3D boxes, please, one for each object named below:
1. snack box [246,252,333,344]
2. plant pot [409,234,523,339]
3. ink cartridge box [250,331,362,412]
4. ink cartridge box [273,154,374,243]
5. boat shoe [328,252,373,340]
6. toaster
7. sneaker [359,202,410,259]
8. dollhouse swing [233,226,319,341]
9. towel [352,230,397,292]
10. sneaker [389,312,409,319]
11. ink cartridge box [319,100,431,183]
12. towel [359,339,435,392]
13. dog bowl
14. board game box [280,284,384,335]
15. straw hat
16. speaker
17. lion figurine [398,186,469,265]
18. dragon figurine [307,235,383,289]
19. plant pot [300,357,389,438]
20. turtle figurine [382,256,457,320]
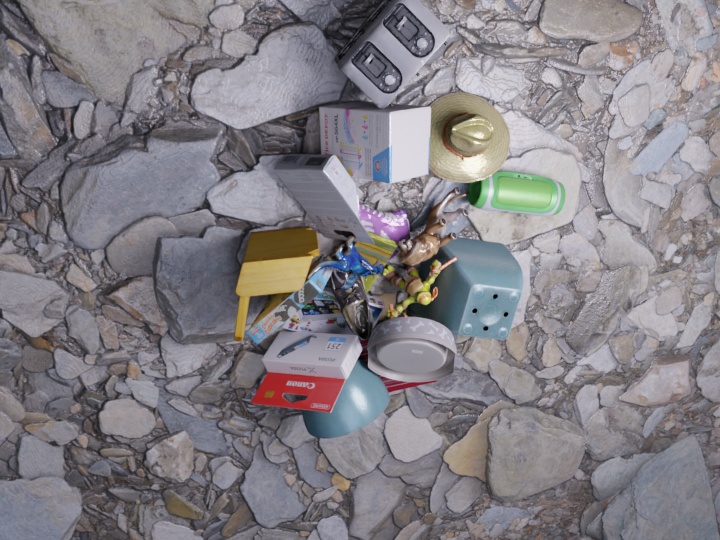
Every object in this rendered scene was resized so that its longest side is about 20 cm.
[{"bbox_3d":[-0.140,0.057,1.239,0.037,0.116,0.200,45,119,-12],"label":"snack box"},{"bbox_3d":[0.247,0.051,1.342,0.196,0.200,0.196,7,109,-16],"label":"plant pot"},{"bbox_3d":[-0.118,0.205,1.286,0.199,0.176,0.045,0,129,27],"label":"ink cartridge box"},{"bbox_3d":[-0.062,-0.143,1.223,0.200,0.162,0.057,48,65,-37],"label":"ink cartridge box"},{"bbox_3d":[-0.015,0.056,1.288,0.073,0.065,0.200,-25,113,-1],"label":"boat shoe"},{"bbox_3d":[0.054,-0.411,1.133,0.119,0.200,0.181,40,105,-20],"label":"toaster"},{"bbox_3d":[0.033,-0.115,1.304,0.114,0.073,0.201,-39,125,0],"label":"sneaker"},{"bbox_3d":[-0.167,0.029,1.228,0.181,0.200,0.176,-6,109,-4],"label":"dollhouse swing"},{"bbox_3d":[0.000,0.000,1.321,0.086,0.018,0.200,19,129,-14],"label":"towel"},{"bbox_3d":[0.121,0.175,1.443,0.076,0.076,0.200,-25,121,31],"label":"sneaker"},{"bbox_3d":[0.017,-0.250,1.176,0.125,0.200,0.129,-23,119,-45],"label":"ink cartridge box"},{"bbox_3d":[0.074,0.210,1.416,0.144,0.023,0.200,-19,128,26],"label":"towel"},{"bbox_3d":[0.107,0.165,1.287,0.199,0.059,0.200,4,145,2],"label":"dog bowl"},{"bbox_3d":[-0.062,0.095,1.363,0.199,0.035,0.126,16,121,-18],"label":"board game box"},{"bbox_3d":[0.219,-0.274,1.238,0.200,0.085,0.202,0,92,-6],"label":"straw hat"},{"bbox_3d":[0.340,-0.167,1.341,0.199,0.088,0.089,5,110,-14],"label":"speaker"},{"bbox_3d":[0.159,-0.091,1.308,0.072,0.200,0.122,47,137,-8],"label":"lion figurine"},{"bbox_3d":[-0.020,-0.002,1.204,0.059,0.200,0.100,-34,93,30],"label":"dragon figurine"},{"bbox_3d":[-0.052,0.255,1.361,0.200,0.200,0.135,-23,106,-3],"label":"plant pot"},{"bbox_3d":[0.121,0.025,1.321,0.064,0.161,0.200,30,105,-34],"label":"turtle figurine"}]
